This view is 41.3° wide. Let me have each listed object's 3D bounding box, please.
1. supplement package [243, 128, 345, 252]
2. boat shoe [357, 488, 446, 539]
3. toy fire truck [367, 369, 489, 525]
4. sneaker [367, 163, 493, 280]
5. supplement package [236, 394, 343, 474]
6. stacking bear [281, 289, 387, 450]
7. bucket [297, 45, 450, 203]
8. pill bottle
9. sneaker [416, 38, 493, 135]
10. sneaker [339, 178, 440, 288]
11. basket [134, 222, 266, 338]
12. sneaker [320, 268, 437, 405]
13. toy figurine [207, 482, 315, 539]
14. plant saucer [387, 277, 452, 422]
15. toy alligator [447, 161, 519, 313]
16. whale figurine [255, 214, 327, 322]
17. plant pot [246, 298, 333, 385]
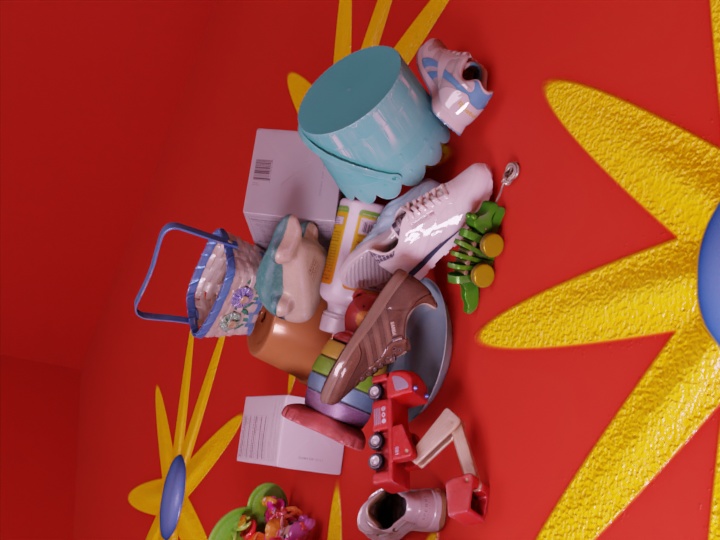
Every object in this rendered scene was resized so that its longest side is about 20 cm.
[{"bbox_3d":[-0.097,-0.113,1.579,0.200,0.148,0.154,83,-167,-67],"label":"supplement package"},{"bbox_3d":[0.036,0.312,1.248,0.200,0.068,0.072,-37,45,56],"label":"boat shoe"},{"bbox_3d":[0.080,0.208,1.156,0.139,0.049,0.203,-18,55,28],"label":"toy fire truck"},{"bbox_3d":[0.096,-0.071,1.279,0.200,0.080,0.077,-49,19,19],"label":"sneaker"},{"bbox_3d":[-0.114,0.265,1.556,0.199,0.112,0.111,-16,64,63],"label":"supplement package"},{"bbox_3d":[-0.010,0.129,1.316,0.114,0.120,0.202,46,-114,-77],"label":"stacking bear"},{"bbox_3d":[0.014,-0.214,1.385,0.205,0.135,0.209,-24,40,21],"label":"bucket"},{"bbox_3d":[0.000,0.000,1.449,0.111,0.110,0.203,13,89,66],"label":"pill bottle"},{"bbox_3d":[0.136,-0.276,1.359,0.081,0.076,0.201,-42,37,24],"label":"sneaker"},{"bbox_3d":[0.047,-0.054,1.372,0.199,0.074,0.082,-36,38,11],"label":"sneaker"},{"bbox_3d":[-0.247,0.016,1.534,0.178,0.197,0.140,-63,27,29],"label":"basket"},{"bbox_3d":[0.024,0.099,1.230,0.201,0.075,0.070,-57,-2,2],"label":"sneaker"},{"bbox_3d":[-0.127,0.438,1.523,0.183,0.150,0.201,-10,42,50],"label":"toy figurine"},{"bbox_3d":[0.079,0.112,1.300,0.201,0.038,0.204,-44,39,52],"label":"plant saucer"},{"bbox_3d":[0.148,-0.047,1.214,0.059,0.054,0.203,26,101,65],"label":"toy alligator"},{"bbox_3d":[-0.114,-0.007,1.436,0.201,0.102,0.161,72,-147,-62],"label":"whale figurine"},{"bbox_3d":[-0.103,0.089,1.597,0.200,0.138,0.203,-41,42,52],"label":"plant pot"}]
